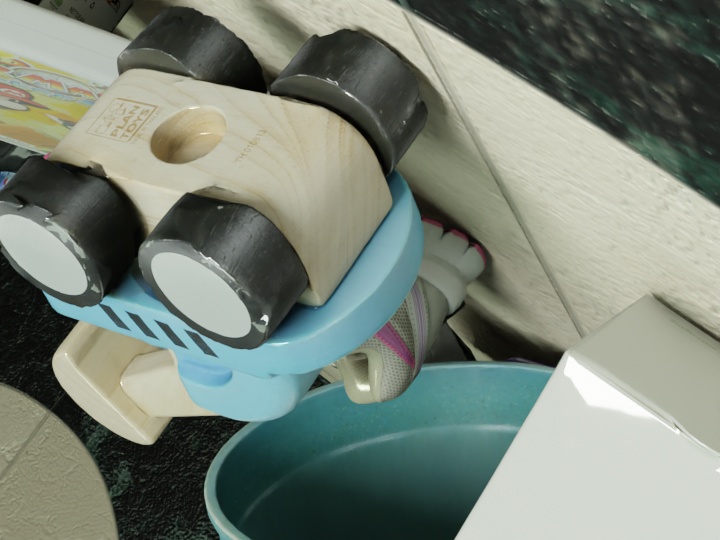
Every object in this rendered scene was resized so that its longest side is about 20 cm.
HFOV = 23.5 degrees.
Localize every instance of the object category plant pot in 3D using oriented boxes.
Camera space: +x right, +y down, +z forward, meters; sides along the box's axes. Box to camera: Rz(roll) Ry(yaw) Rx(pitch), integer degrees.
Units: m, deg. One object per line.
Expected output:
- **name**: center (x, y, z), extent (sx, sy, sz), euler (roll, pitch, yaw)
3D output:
- **plant pot**: center (0.041, 0.167, 0.794), extent (0.200, 0.200, 0.188), euler (28, 130, 57)

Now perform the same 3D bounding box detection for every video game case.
- **video game case**: center (-0.138, -0.077, 0.735), extent (0.200, 0.023, 0.182), euler (18, 169, -27)

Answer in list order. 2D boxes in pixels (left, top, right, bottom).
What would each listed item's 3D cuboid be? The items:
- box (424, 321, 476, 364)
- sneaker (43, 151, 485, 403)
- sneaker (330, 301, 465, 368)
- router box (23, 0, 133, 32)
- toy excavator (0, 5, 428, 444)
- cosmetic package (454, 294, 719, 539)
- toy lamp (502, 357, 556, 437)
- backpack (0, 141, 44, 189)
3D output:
- **box**: center (0.072, 0.116, 0.997), extent (0.159, 0.048, 0.200), euler (61, -177, 9)
- **sneaker**: center (-0.044, 0.002, 0.730), extent (0.200, 0.088, 0.081), euler (20, 169, -19)
- **sneaker**: center (0.000, 0.000, 0.891), extent (0.087, 0.074, 0.200), euler (55, 171, -2)
- **router box**: center (-0.189, -0.163, 0.693), extent (0.149, 0.051, 0.200), euler (35, 176, 15)
- **toy excavator**: center (-0.057, 0.012, 0.622), extent (0.194, 0.100, 0.200), euler (14, 144, 32)
- **cosmetic package**: center (0.082, 0.123, 0.602), extent (0.108, 0.200, 0.085), euler (36, -155, 15)
- **toy lamp**: center (0.144, 0.103, 0.843), extent (0.200, 0.058, 0.058), euler (32, 172, 31)
- **backpack**: center (-0.132, -0.041, 1.001), extent (0.200, 0.154, 0.163), euler (25, 175, -34)
